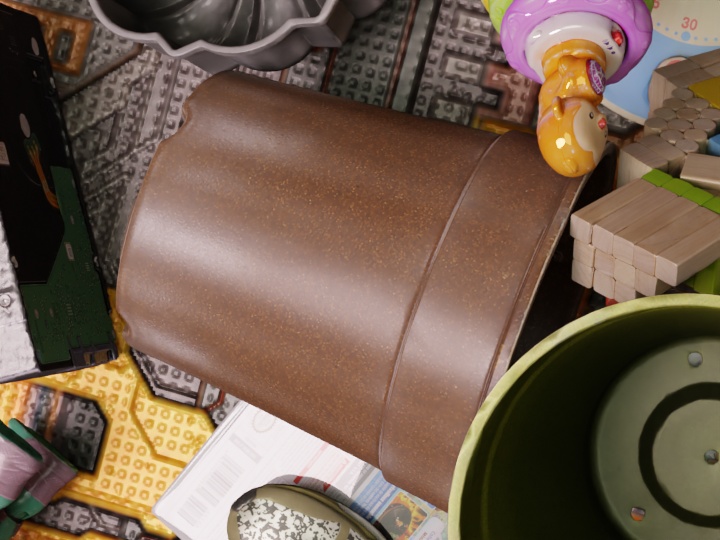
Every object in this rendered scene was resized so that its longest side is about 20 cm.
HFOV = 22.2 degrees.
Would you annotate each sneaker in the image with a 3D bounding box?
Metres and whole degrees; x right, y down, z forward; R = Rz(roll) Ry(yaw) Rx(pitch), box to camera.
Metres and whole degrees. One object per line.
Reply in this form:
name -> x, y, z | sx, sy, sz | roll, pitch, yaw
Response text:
sneaker -> -0.001, 0.194, 0.938 | 0.077, 0.089, 0.200 | -39, 84, 8

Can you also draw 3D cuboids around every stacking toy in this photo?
stacking toy -> 0.097, -0.126, 0.855 | 0.110, 0.116, 0.200 | -15, 50, 22

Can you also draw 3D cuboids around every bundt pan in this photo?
bundt pan -> -0.054, -0.189, 0.952 | 0.202, 0.076, 0.202 | -6, 71, 17

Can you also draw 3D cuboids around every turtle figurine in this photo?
turtle figurine -> -0.237, 0.168, 0.973 | 0.101, 0.150, 0.200 | 39, 86, -5

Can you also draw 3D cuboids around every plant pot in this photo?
plant pot -> 0.156, 0.102, 0.836 | 0.200, 0.193, 0.201 | 1, 94, 14
plant pot -> 0.000, 0.000, 0.904 | 0.198, 0.200, 0.200 | 21, 94, 12

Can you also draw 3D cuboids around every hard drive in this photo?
hard drive -> -0.184, -0.042, 0.961 | 0.038, 0.140, 0.200 | -15, 88, 10

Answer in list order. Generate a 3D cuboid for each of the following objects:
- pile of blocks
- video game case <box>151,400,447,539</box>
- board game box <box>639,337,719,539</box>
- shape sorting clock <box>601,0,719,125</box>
pile of blocks -> 0.159, -0.033, 0.867 | 0.082, 0.200, 0.062 | 12, 127, 18
video game case -> 0.006, 0.141, 0.991 | 0.200, 0.018, 0.143 | 40, 96, 8
board game box -> 0.258, 0.065, 0.939 | 0.200, 0.034, 0.136 | -22, 87, 9
shape sorting clock -> 0.182, -0.169, 0.949 | 0.200, 0.039, 0.200 | 0, 90, 10
